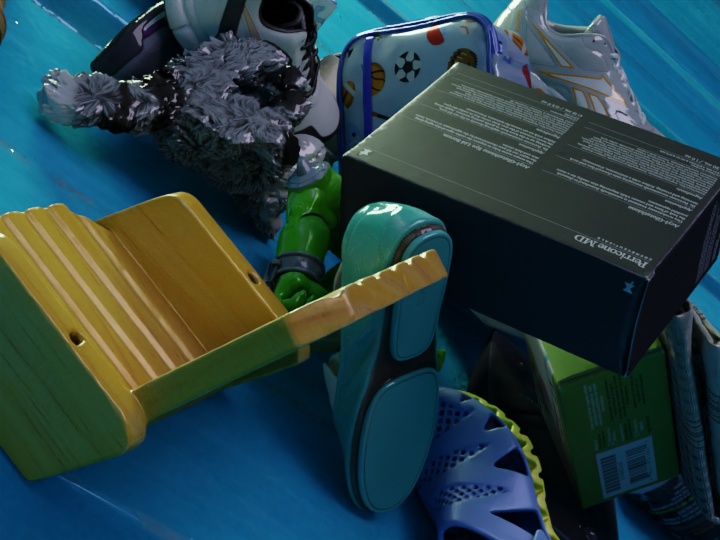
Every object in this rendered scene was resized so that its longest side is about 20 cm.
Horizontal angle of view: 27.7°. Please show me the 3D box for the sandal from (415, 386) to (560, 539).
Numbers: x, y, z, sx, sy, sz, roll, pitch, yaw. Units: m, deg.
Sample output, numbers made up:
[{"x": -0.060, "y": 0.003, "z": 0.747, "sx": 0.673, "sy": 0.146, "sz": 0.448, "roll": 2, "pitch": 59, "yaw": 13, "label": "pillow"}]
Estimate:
[{"x": 0.078, "y": 0.157, "z": 0.915, "sx": 0.087, "sy": 0.079, "sz": 0.200, "roll": 9, "pitch": 42, "yaw": -51, "label": "sandal"}]

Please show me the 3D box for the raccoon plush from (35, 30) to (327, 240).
[{"x": -0.118, "y": -0.091, "z": 0.995, "sx": 0.199, "sy": 0.134, "sz": 0.097, "roll": 10, "pitch": 57, "yaw": -9, "label": "raccoon plush"}]

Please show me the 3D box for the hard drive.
[{"x": 0.130, "y": 0.139, "z": 1.075, "sx": 0.135, "sy": 0.042, "sz": 0.200, "roll": 41, "pitch": 24, "yaw": -16, "label": "hard drive"}]

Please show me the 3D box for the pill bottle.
[{"x": 0.319, "y": 0.203, "z": 1.226, "sx": 0.200, "sy": 0.106, "sz": 0.106, "roll": 42, "pitch": 23, "yaw": -15, "label": "pill bottle"}]

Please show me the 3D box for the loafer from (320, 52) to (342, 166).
[{"x": -0.030, "y": -0.138, "z": 1.203, "sx": 0.076, "sy": 0.068, "sz": 0.200, "roll": 41, "pitch": 24, "yaw": -14, "label": "loafer"}]

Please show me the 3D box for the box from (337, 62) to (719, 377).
[{"x": 0.106, "y": -0.037, "z": 0.888, "sx": 0.199, "sy": 0.079, "sz": 0.141, "roll": 24, "pitch": 40, "yaw": 24, "label": "box"}]

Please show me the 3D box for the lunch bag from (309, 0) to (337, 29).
[{"x": -0.119, "y": -0.263, "z": 1.194, "sx": 0.200, "sy": 0.083, "sz": 0.161, "roll": 36, "pitch": 8, "yaw": -29, "label": "lunch bag"}]

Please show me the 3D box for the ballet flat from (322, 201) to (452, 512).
[{"x": 0.012, "y": 0.047, "z": 0.870, "sx": 0.067, "sy": 0.201, "sz": 0.070, "roll": -15, "pitch": 34, "yaw": -35, "label": "ballet flat"}]

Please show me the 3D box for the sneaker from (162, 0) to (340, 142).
[{"x": -0.058, "y": -0.150, "z": 1.037, "sx": 0.200, "sy": 0.080, "sz": 0.074, "roll": 43, "pitch": 41, "yaw": -53, "label": "sneaker"}]

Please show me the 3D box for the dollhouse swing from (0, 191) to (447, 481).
[{"x": -0.090, "y": -0.005, "z": 0.748, "sx": 0.182, "sy": 0.176, "sz": 0.200, "roll": 51, "pitch": 24, "yaw": 8, "label": "dollhouse swing"}]

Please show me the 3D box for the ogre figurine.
[{"x": 0.000, "y": 0.000, "z": 0.975, "sx": 0.199, "sy": 0.098, "sz": 0.120, "roll": 12, "pitch": 68, "yaw": -39, "label": "ogre figurine"}]

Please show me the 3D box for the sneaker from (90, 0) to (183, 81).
[{"x": -0.121, "y": -0.148, "z": 1.058, "sx": 0.088, "sy": 0.074, "sz": 0.200, "roll": 51, "pitch": 22, "yaw": -4, "label": "sneaker"}]

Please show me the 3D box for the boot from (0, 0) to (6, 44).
[{"x": -0.282, "y": -0.230, "z": 0.920, "sx": 0.175, "sy": 0.066, "sz": 0.200, "roll": 48, "pitch": 20, "yaw": -32, "label": "boot"}]

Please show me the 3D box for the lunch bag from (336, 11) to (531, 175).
[{"x": 0.051, "y": -0.088, "z": 1.108, "sx": 0.075, "sy": 0.160, "sz": 0.201, "roll": 10, "pitch": 78, "yaw": -57, "label": "lunch bag"}]

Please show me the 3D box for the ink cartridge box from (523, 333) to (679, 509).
[{"x": 0.151, "y": 0.042, "z": 1.035, "sx": 0.148, "sy": 0.075, "sz": 0.200, "roll": 71, "pitch": -1, "yaw": -46, "label": "ink cartridge box"}]

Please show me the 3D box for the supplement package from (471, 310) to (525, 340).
[{"x": 0.161, "y": -0.032, "z": 1.227, "sx": 0.200, "sy": 0.152, "sz": 0.151, "roll": 22, "pitch": 18, "yaw": -46, "label": "supplement package"}]

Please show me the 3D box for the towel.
[{"x": 0.210, "y": 0.044, "z": 1.013, "sx": 0.193, "sy": 0.034, "sz": 0.200, "roll": -107, "pitch": 179, "yaw": -53, "label": "towel"}]

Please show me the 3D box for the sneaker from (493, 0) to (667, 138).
[{"x": 0.187, "y": -0.146, "z": 1.150, "sx": 0.200, "sy": 0.092, "sz": 0.076, "roll": 34, "pitch": 12, "yaw": -3, "label": "sneaker"}]
